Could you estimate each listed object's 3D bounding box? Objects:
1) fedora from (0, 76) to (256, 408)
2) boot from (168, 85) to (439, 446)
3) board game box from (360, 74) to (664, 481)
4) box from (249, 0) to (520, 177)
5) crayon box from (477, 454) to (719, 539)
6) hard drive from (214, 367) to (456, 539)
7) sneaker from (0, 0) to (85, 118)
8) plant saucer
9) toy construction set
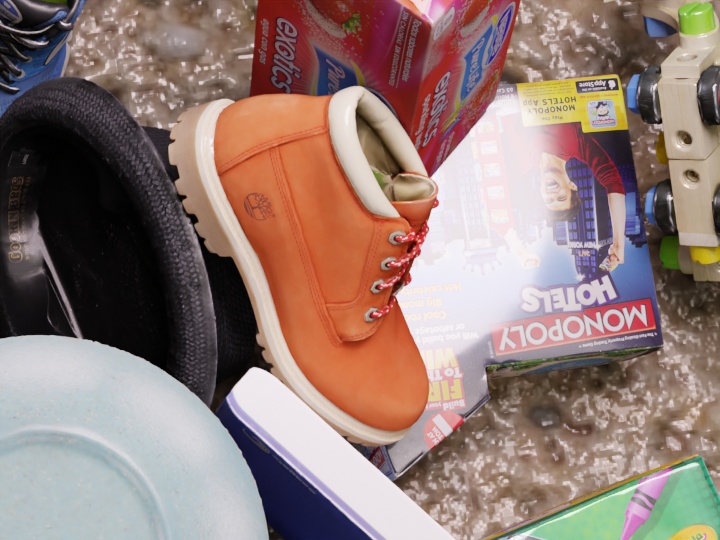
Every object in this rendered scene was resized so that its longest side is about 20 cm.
[{"bbox_3d":[-0.109,-0.003,1.192,0.092,0.201,0.201,-16,80,-42],"label":"fedora"},{"bbox_3d":[0.000,0.000,1.121,0.200,0.107,0.075,61,32,-28],"label":"boot"},{"bbox_3d":[0.050,0.008,1.244,0.200,0.062,0.200,-6,80,-10],"label":"board game box"},{"bbox_3d":[0.014,-0.121,1.131,0.095,0.200,0.100,34,65,11],"label":"box"},{"bbox_3d":[0.098,0.146,1.152,0.119,0.200,0.058,-22,83,-12],"label":"crayon box"},{"bbox_3d":[-0.019,0.112,1.141,0.132,0.200,0.025,42,76,1],"label":"hard drive"},{"bbox_3d":[-0.178,-0.137,1.194,0.078,0.089,0.200,25,115,-3],"label":"sneaker"},{"bbox_3d":[-0.135,0.123,1.002,0.201,0.039,0.201,2,78,-9],"label":"plant saucer"},{"bbox_3d":[0.185,-0.077,1.229,0.131,0.092,0.200,-44,115,-50],"label":"toy construction set"}]
